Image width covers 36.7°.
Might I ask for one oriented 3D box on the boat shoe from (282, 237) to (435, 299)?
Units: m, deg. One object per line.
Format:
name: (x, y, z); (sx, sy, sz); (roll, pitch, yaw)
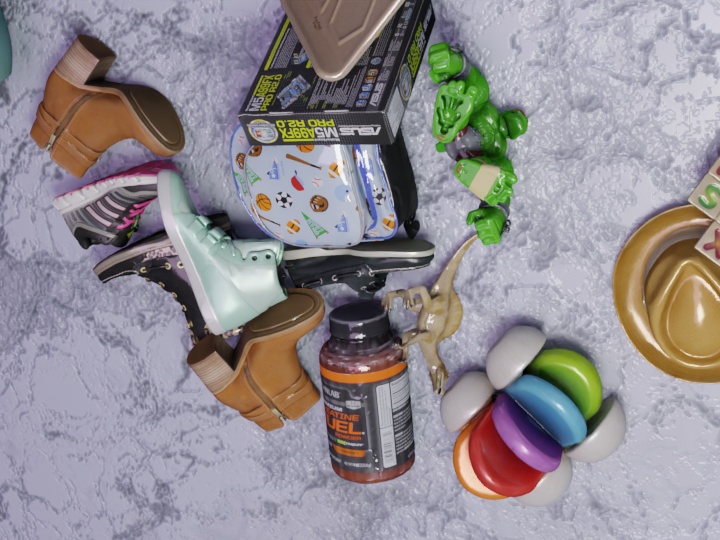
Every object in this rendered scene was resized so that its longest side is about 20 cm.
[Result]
boat shoe: (-0.001, 0.001, 1.255); (0.198, 0.074, 0.067); (-2, 102, 26)

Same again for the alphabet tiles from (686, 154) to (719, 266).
alphabet tiles: (0.427, -0.074, 1.058); (0.166, 0.006, 0.201); (37, 97, 7)

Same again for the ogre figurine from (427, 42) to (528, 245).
ogre figurine: (0.120, -0.140, 1.133); (0.098, 0.120, 0.201); (-34, 95, 24)

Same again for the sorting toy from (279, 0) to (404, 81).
sorting toy: (0.010, -0.306, 1.100); (0.036, 0.186, 0.200); (27, 116, -39)

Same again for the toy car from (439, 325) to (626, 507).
toy car: (0.181, 0.177, 1.204); (0.175, 0.150, 0.200); (44, 118, 3)

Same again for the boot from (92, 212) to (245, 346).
boot: (-0.227, 0.024, 1.360); (0.199, 0.073, 0.152); (-19, 101, 18)

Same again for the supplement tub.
supplement tub: (0.006, 0.142, 1.288); (0.106, 0.107, 0.202); (1, 108, 21)

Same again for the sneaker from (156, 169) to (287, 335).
sneaker: (-0.155, -0.039, 1.262); (0.117, 0.074, 0.202); (-23, 96, 4)

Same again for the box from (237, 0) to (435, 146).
box: (-0.020, -0.213, 1.123); (0.159, 0.201, 0.044); (1, 140, 21)

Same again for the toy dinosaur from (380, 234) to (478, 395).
toy dinosaur: (0.081, 0.039, 1.238); (0.058, 0.100, 0.202); (27, 108, 54)

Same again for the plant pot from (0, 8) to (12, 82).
plant pot: (-0.515, -0.278, 1.303); (0.199, 0.201, 0.162); (-16, 114, 26)

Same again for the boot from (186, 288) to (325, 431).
boot: (-0.092, 0.116, 1.316); (0.199, 0.077, 0.155); (-32, 123, 16)

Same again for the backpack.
backpack: (-0.049, -0.110, 1.202); (0.189, 0.154, 0.202); (-1, 111, 32)

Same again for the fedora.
fedora: (0.350, 0.035, 1.123); (0.199, 0.082, 0.202); (7, 110, 19)

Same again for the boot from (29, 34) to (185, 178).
boot: (-0.311, -0.168, 1.326); (0.200, 0.074, 0.155); (46, 118, 15)

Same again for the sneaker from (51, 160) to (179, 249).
sneaker: (-0.293, -0.076, 1.350); (0.199, 0.074, 0.088); (-14, 103, 31)
